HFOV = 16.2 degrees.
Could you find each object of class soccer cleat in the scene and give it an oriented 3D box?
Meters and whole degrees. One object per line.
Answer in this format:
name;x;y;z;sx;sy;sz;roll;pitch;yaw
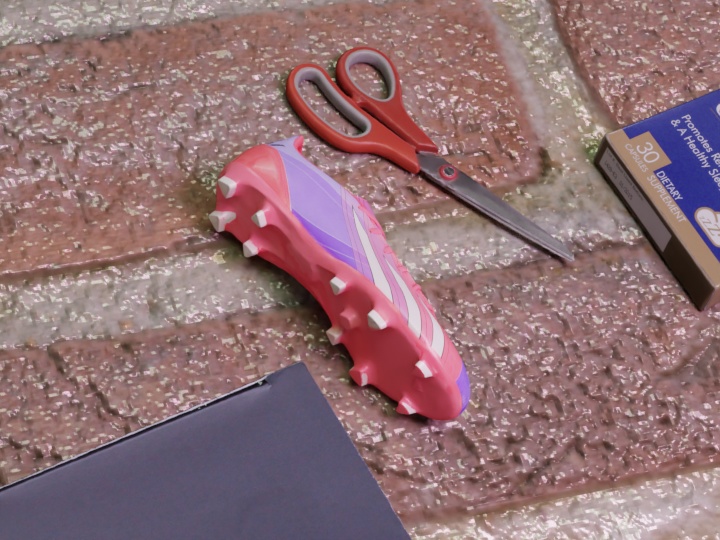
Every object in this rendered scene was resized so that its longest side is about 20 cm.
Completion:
soccer cleat;0.000;0.000;1.421;0.076;0.067;0.200;-33;67;-34

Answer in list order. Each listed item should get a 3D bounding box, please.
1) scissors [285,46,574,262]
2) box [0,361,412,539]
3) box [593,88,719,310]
scissors;0.037;-0.059;1.499;0.073;0.014;0.200;-31;70;-31
box;-0.099;0.169;1.200;0.196;0.200;0.118;-22;64;-24
box;0.256;-0.063;1.540;0.199;0.032;0.121;-22;64;-26
